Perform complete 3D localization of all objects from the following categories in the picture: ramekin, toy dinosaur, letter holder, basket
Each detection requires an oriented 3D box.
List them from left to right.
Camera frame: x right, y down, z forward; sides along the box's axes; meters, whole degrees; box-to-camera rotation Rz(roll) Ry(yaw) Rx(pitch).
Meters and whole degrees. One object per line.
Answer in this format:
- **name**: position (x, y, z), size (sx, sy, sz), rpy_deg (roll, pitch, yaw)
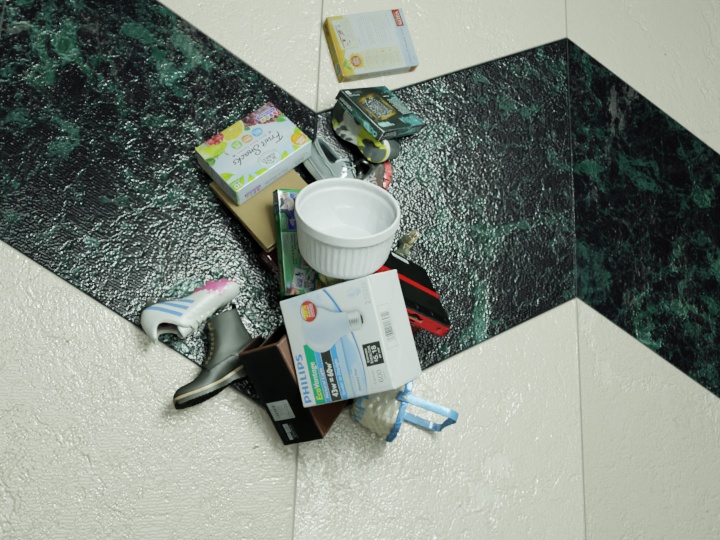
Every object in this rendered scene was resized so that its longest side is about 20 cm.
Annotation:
- **letter holder**: position (-0.121, 0.203, 1.462), size (0.204, 0.099, 0.142), rpy_deg (65, 32, -15)
- **ramekin**: position (-0.028, -0.075, 1.418), size (0.194, 0.107, 0.202), rpy_deg (5, 38, -4)
- **toy dinosaur**: position (0.084, 0.011, 1.635), size (0.087, 0.047, 0.202), rpy_deg (35, 73, -3)
- **basket**: position (0.085, 0.266, 1.497), size (0.196, 0.177, 0.142), rpy_deg (24, 68, 0)

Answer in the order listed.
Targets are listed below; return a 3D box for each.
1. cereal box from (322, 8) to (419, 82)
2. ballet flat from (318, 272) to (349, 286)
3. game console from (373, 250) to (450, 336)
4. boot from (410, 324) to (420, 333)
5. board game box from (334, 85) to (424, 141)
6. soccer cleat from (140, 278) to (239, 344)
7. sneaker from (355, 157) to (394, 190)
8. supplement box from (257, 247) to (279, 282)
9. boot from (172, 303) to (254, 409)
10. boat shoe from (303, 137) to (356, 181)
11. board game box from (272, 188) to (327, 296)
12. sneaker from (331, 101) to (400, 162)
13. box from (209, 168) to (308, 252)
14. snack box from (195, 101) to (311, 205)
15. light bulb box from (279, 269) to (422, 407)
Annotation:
- **cereal box**: position (0.025, -0.516, 1.747), size (0.195, 0.039, 0.147), rpy_deg (-13, 81, -22)
- **ballet flat**: position (0.000, 0.000, 1.503), size (0.198, 0.070, 0.072), rpy_deg (-4, 75, -52)
- **game console**: position (0.094, 0.036, 1.514), size (0.198, 0.031, 0.179), rpy_deg (27, 30, -44)
- **boot**: position (0.057, 0.134, 1.552), size (0.072, 0.199, 0.146), rpy_deg (39, 102, 21)
- **board game box**: position (0.045, -0.340, 1.642), size (0.135, 0.028, 0.199), rpy_deg (46, 32, 12)
- **soccer cleat**: position (-0.317, 0.083, 1.458), size (0.196, 0.070, 0.088), rpy_deg (-19, 61, -15)
- **sneaker**: position (0.014, -0.151, 1.625), size (0.096, 0.070, 0.206), rpy_deg (19, 68, -34)
- **supplement box**: position (-0.105, -0.058, 1.576), size (0.109, 0.061, 0.200), rpy_deg (45, 68, -4)
- **boot**: position (-0.290, 0.164, 1.457), size (0.197, 0.077, 0.140), rpy_deg (-24, 81, -36)
- **boat shoe**: position (-0.048, -0.202, 1.582), size (0.069, 0.072, 0.201), rpy_deg (-2, 43, -50)
- **board game box**: position (-0.100, -0.055, 1.497), size (0.132, 0.029, 0.206), rpy_deg (-2, 85, -30)
- **sneaker**: position (0.010, -0.299, 1.661), size (0.084, 0.075, 0.201), rpy_deg (2, 44, -51)
- **box**: position (-0.186, -0.149, 1.553), size (0.162, 0.021, 0.200), rpy_deg (-36, 68, -22)
- **snack box**: position (-0.217, -0.242, 1.563), size (0.199, 0.053, 0.142), rpy_deg (-38, 69, -23)
- **light bulb box**: position (-0.018, 0.123, 1.378), size (0.124, 0.196, 0.203), rpy_deg (-8, 83, -61)
